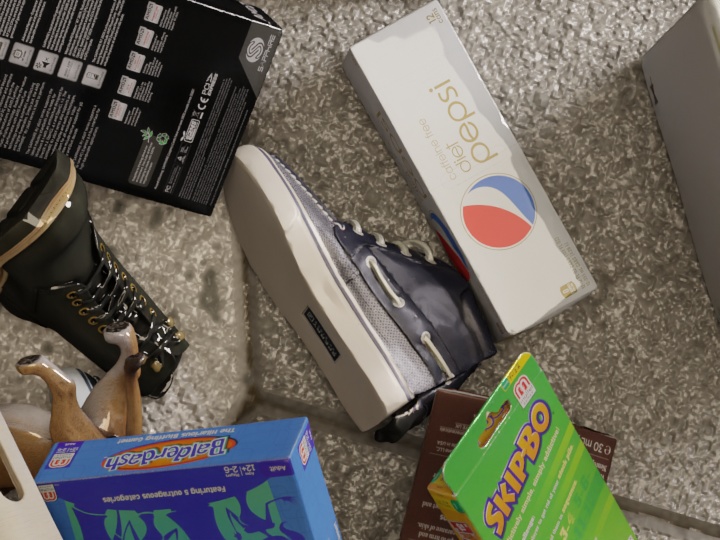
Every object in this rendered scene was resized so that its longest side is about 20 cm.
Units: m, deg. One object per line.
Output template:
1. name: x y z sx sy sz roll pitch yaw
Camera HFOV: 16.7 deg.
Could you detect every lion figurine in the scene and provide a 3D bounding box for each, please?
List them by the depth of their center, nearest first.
1. lion figurine: -0.192 0.097 1.397 0.200 0.072 0.123 0 114 32

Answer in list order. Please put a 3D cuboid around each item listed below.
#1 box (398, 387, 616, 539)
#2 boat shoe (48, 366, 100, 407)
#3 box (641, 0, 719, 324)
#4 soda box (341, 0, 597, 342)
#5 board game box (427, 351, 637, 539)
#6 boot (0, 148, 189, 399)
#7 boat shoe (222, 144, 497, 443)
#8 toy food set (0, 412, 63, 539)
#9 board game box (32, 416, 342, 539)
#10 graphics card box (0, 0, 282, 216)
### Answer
1. box: 0.074 0.178 1.441 0.100 0.075 0.201 20 83 -47
2. boat shoe: -0.107 0.135 1.461 0.091 0.071 0.201 -27 86 -20
3. box: 0.284 -0.075 1.437 0.171 0.199 0.201 -15 86 -5
4. soda box: 0.064 -0.058 1.484 0.064 0.068 0.200 -29 88 -7
5. board game box: 0.103 0.144 1.395 0.096 0.030 0.200 -53 133 -28
6. boot: -0.145 0.008 1.401 0.138 0.200 0.078 38 77 -5
7. boat shoe: 0.000 0.000 1.482 0.093 0.075 0.200 -28 85 -25
8. toy food set: -0.262 0.156 1.351 0.200 0.060 0.144 -37 69 21
9. board game box: -0.079 0.182 1.361 0.152 0.045 0.200 -8 117 18
10. graphics card box: -0.158 -0.118 1.421 0.200 0.051 0.126 15 105 -25
